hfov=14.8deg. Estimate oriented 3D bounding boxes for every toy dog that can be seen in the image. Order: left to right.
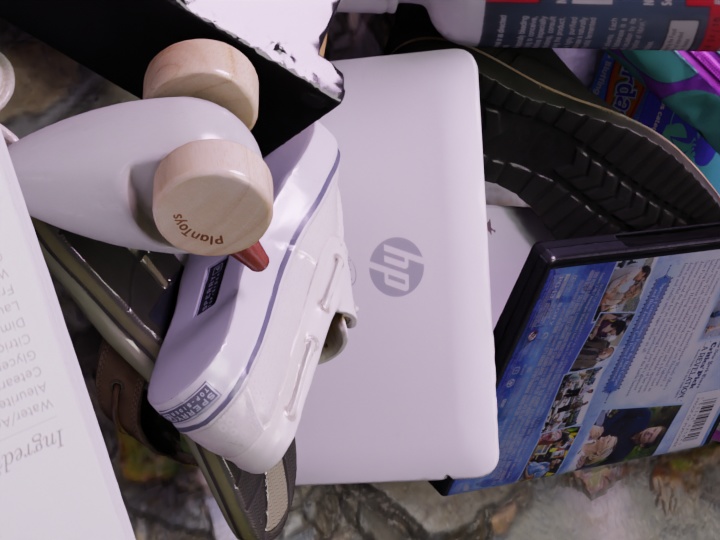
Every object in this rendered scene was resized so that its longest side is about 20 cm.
[{"bbox_3d":[-0.116,-0.022,1.165,0.132,0.199,0.097,-66,147,-41],"label":"toy dog"}]

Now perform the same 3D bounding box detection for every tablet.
[{"bbox_3d":[0.000,0.000,1.315,0.014,0.130,0.201,2,84,-67],"label":"tablet"}]

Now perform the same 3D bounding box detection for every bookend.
[{"bbox_3d":[-0.078,-0.189,1.230,0.198,0.092,0.201,29,64,-18],"label":"bookend"}]

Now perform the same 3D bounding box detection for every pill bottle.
[{"bbox_3d":[0.085,-0.164,1.311,0.199,0.120,0.120,0,84,-3],"label":"pill bottle"}]

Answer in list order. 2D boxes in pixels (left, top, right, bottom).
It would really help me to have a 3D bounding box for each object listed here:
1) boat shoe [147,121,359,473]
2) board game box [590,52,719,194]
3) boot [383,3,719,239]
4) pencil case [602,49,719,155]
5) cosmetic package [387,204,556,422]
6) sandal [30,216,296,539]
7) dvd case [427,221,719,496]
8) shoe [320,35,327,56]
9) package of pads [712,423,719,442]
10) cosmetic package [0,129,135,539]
[{"bbox_3d":[-0.036,0.012,1.248,0.070,0.071,0.200,43,34,-21],"label":"boat shoe"},{"bbox_3d":[0.211,-0.089,1.571,0.200,0.045,0.153,15,96,-45],"label":"board game box"},{"bbox_3d":[0.100,-0.089,1.406,0.200,0.077,0.139,32,30,-21],"label":"boot"},{"bbox_3d":[0.169,-0.126,1.439,0.200,0.085,0.092,39,17,-13],"label":"pencil case"},{"bbox_3d":[0.062,0.025,1.411,0.200,0.081,0.113,-2,86,-46],"label":"cosmetic package"},{"bbox_3d":[-0.096,0.038,1.264,0.201,0.057,0.080,54,29,-6],"label":"sandal"},{"bbox_3d":[0.131,0.039,1.369,0.199,0.018,0.143,-6,129,-42],"label":"dvd case"},{"bbox_3d":[-0.055,-0.155,1.317,0.053,0.070,0.201,21,63,-43],"label":"shoe"},{"bbox_3d":[0.253,0.062,1.522,0.154,0.200,0.069,20,77,-43],"label":"package of pads"},{"bbox_3d":[-0.206,0.052,1.034,0.165,0.165,0.201,-22,103,-25],"label":"cosmetic package"}]
